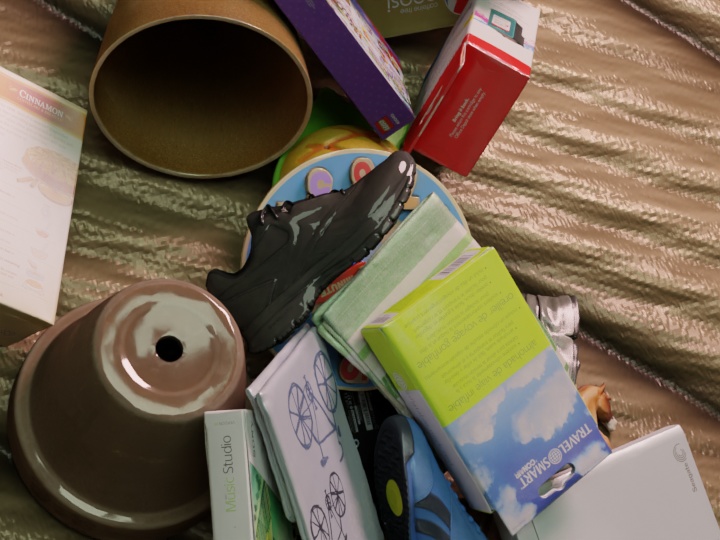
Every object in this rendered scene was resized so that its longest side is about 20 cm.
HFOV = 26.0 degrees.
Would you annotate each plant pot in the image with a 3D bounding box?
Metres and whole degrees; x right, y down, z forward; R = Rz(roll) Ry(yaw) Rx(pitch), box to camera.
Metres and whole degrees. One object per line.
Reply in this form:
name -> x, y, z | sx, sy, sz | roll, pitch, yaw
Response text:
plant pot -> -0.165, 0.091, 1.199 | 0.199, 0.175, 0.201 | 7, 65, -15
plant pot -> -0.137, -0.217, 1.364 | 0.186, 0.187, 0.201 | 9, 49, -15

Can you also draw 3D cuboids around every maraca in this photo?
maraca -> -0.010, -0.080, 1.372 | 0.137, 0.107, 0.201 | 12, 54, -16

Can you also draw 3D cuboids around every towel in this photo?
towel -> 0.072, 0.061, 1.281 | 0.153, 0.023, 0.200 | -46, 104, -19

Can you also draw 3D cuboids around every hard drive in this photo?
hard drive -> 0.214, 0.224, 1.317 | 0.199, 0.027, 0.132 | -18, 86, -30

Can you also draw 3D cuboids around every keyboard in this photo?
keyboard -> -0.015, 0.123, 1.319 | 0.104, 0.040, 0.201 | -7, 77, -30

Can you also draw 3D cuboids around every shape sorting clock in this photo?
shape sorting clock -> 0.000, 0.000, 1.286 | 0.199, 0.039, 0.201 | -2, 98, -14

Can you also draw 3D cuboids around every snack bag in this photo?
snack bag -> -0.030, 0.155, 1.188 | 0.021, 0.189, 0.201 | -15, 101, 13

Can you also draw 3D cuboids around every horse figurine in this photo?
horse figurine -> 0.164, 0.179, 1.344 | 0.199, 0.050, 0.133 | -16, 80, -28

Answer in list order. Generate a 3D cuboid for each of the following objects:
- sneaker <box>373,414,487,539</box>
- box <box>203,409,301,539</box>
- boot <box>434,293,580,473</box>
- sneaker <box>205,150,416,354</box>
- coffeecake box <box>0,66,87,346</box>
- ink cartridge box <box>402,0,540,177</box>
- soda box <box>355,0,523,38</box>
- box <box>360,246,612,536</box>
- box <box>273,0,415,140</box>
sneaker -> 0.064, 0.208, 1.260 | 0.078, 0.066, 0.201 | -14, 95, -20
box -> -0.064, 0.180, 1.172 | 0.036, 0.200, 0.145 | -7, 81, 15
boot -> 0.124, 0.093, 1.345 | 0.130, 0.068, 0.201 | 13, 60, 2
sneaker -> -0.039, -0.029, 1.226 | 0.200, 0.076, 0.091 | -45, 91, -4
coffeecake box -> -0.311, -0.063, 1.244 | 0.153, 0.073, 0.201 | 26, 56, -38
ink cartridge box -> 0.100, -0.166, 1.398 | 0.067, 0.116, 0.200 | 28, 32, -6
soda box -> 0.057, -0.268, 1.491 | 0.199, 0.064, 0.068 | -13, 27, -25
box -> 0.103, 0.096, 1.253 | 0.122, 0.048, 0.200 | -35, 101, -21
box -> -0.029, -0.221, 1.350 | 0.200, 0.039, 0.137 | 51, 15, -25
